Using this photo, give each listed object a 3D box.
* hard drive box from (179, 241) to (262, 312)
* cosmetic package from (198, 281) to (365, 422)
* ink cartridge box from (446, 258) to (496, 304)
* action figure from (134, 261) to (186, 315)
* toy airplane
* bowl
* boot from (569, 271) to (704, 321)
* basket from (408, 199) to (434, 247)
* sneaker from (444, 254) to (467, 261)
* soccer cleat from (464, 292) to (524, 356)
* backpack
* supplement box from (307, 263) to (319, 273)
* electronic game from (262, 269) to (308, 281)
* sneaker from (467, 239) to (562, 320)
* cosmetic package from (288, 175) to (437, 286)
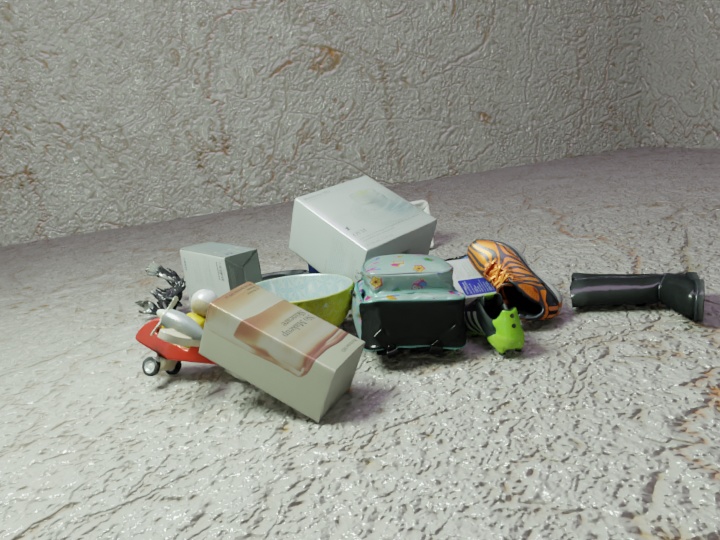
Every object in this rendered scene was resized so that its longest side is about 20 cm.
[{"bbox_3d":[-0.281,0.030,1.218,0.076,0.157,0.199,-19,19,-39],"label":"hard drive box"},{"bbox_3d":[-0.108,0.106,0.819,0.199,0.088,0.103,26,25,14],"label":"cosmetic package"},{"bbox_3d":[0.223,0.021,1.109,0.198,0.039,0.100,-5,45,-22],"label":"ink cartridge box"},{"bbox_3d":[-0.437,0.050,1.308,0.101,0.120,0.200,23,0,-16],"label":"action figure"},{"bbox_3d":[-0.241,0.101,0.949,0.198,0.142,0.200,7,-8,-29],"label":"toy airplane"},{"bbox_3d":[-0.106,0.079,1.024,0.198,0.109,0.200,-5,13,1],"label":"bowl"},{"bbox_3d":[0.450,0.039,0.987,0.198,0.066,0.165,2,9,23],"label":"boot"},{"bbox_3d":[0.081,-0.109,1.617,0.199,0.137,0.123,-15,12,-27],"label":"basket"},{"bbox_3d":[0.203,-0.005,1.271,0.198,0.071,0.083,-13,21,-9],"label":"sneaker"},{"bbox_3d":[0.200,0.071,0.958,0.067,0.082,0.200,-11,12,-16],"label":"soccer cleat"},{"bbox_3d":[0.070,0.050,0.972,0.174,0.155,0.200,-5,3,-6],"label":"backpack"},{"bbox_3d":[0.000,0.000,1.278,0.199,0.110,0.109,-18,18,-35],"label":"supplement box"},{"bbox_3d":[-0.202,0.031,1.398,0.198,0.042,0.200,-7,6,1],"label":"electronic game"},{"bbox_3d":[0.246,0.011,1.016,0.200,0.078,0.112,40,27,31],"label":"sneaker"},{"bbox_3d":[0.003,-0.070,1.148,0.200,0.124,0.199,35,42,31],"label":"cosmetic package"}]
